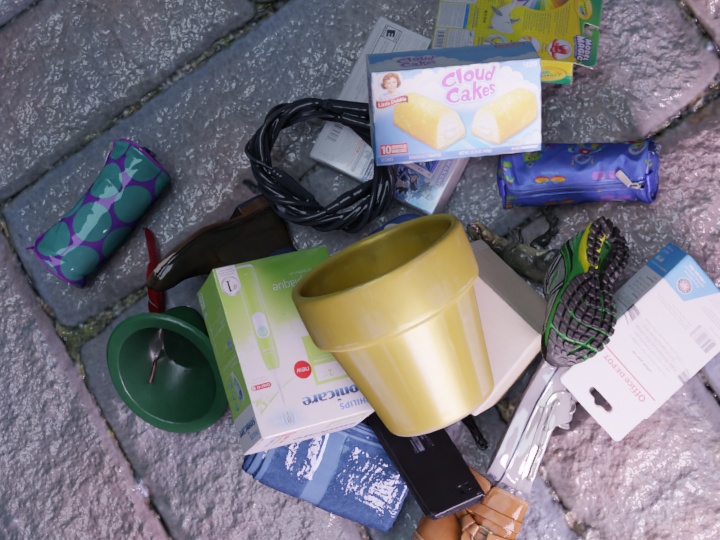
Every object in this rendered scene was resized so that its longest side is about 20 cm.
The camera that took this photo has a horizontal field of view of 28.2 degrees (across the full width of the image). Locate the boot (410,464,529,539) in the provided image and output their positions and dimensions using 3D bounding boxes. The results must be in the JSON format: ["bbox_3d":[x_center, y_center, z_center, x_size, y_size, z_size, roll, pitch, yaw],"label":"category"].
[{"bbox_3d":[0.154,0.334,1.650,0.199,0.074,0.155,34,86,15],"label":"boot"}]

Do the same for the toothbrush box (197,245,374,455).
[{"bbox_3d":[-0.085,0.089,1.628,0.144,0.086,0.202,-11,76,-23],"label":"toothbrush box"}]

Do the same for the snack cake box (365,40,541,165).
[{"bbox_3d":[0.109,-0.196,1.668,0.197,0.067,0.116,-6,117,-2],"label":"snack cake box"}]

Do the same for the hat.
[{"bbox_3d":[-0.218,0.076,1.824,0.164,0.176,0.202,1,120,17],"label":"hat"}]

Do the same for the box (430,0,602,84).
[{"bbox_3d":[0.191,-0.290,1.735,0.197,0.049,0.118,6,61,11],"label":"box"}]

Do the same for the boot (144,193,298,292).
[{"bbox_3d":[-0.164,-0.009,1.767,0.199,0.075,0.097,-35,81,-24],"label":"boot"}]

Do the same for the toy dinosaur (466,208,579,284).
[{"bbox_3d":[0.224,-0.017,1.708,0.199,0.047,0.089,35,94,14],"label":"toy dinosaur"}]

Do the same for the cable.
[{"bbox_3d":[-0.048,-0.131,1.758,0.198,0.051,0.165,7,88,13],"label":"cable"}]

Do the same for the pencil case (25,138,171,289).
[{"bbox_3d":[-0.335,-0.075,1.848,0.092,0.085,0.201,40,92,2],"label":"pencil case"}]

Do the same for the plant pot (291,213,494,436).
[{"bbox_3d":[0.051,0.066,1.550,0.199,0.201,0.191,-22,104,11],"label":"plant pot"}]

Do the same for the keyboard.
[{"bbox_3d":[0.085,0.193,1.681,0.126,0.021,0.201,-19,56,-20],"label":"keyboard"}]

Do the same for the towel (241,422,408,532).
[{"bbox_3d":[-0.032,0.226,1.685,0.198,0.049,0.113,24,89,-12],"label":"towel"}]

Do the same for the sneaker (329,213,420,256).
[{"bbox_3d":[0.000,0.000,1.741,0.199,0.088,0.076,-39,71,5],"label":"sneaker"}]

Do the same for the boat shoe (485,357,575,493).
[{"bbox_3d":[0.217,0.162,1.664,0.065,0.072,0.202,27,83,3],"label":"boat shoe"}]

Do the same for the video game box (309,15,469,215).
[{"bbox_3d":[0.061,-0.190,1.780,0.181,0.047,0.202,27,89,20],"label":"video game box"}]

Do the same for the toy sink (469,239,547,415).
[{"bbox_3d":[0.119,0.046,1.672,0.200,0.112,0.131,43,113,15],"label":"toy sink"}]

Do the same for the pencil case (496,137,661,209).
[{"bbox_3d":[0.257,-0.113,1.693,0.197,0.087,0.079,-1,114,16],"label":"pencil case"}]

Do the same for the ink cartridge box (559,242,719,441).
[{"bbox_3d":[0.321,0.081,1.623,0.200,0.067,0.116,-43,107,4],"label":"ink cartridge box"}]

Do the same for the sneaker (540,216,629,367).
[{"bbox_3d":[0.241,0.035,1.603,0.078,0.085,0.201,40,48,-14],"label":"sneaker"}]
